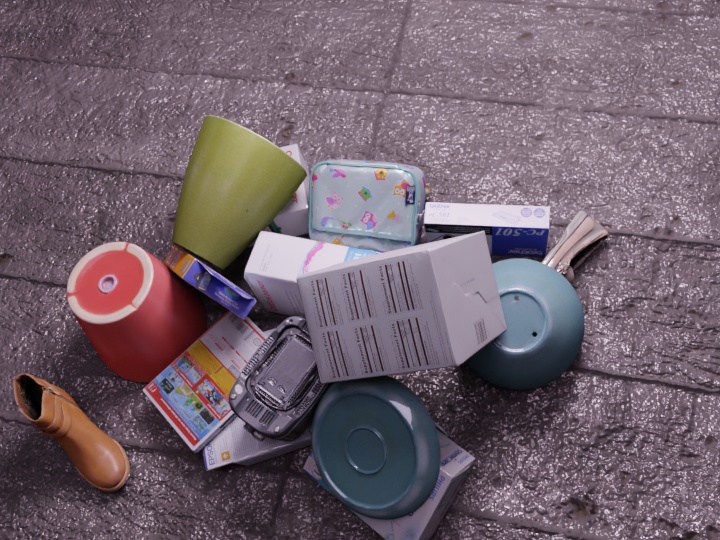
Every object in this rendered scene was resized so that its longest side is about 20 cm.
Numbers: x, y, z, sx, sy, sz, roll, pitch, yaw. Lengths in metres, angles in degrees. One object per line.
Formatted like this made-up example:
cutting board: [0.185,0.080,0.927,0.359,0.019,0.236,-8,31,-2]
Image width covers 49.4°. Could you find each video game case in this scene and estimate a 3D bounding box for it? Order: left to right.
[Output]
video game case: [-0.227,0.167,1.234,0.200,0.017,0.143,-43,63,-13]

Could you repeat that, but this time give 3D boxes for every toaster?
toaster: [-0.098,0.157,1.141,0.113,0.129,0.201,32,75,13]

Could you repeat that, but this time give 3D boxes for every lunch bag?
lunch bag: [0.012,-0.102,1.312,0.198,0.077,0.162,7,101,15]

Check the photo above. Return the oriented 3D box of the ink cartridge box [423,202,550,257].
ink cartridge box: [0.207,-0.067,1.287,0.198,0.094,0.045,3,62,10]

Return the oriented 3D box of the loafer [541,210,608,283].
loafer: [0.329,-0.010,1.254,0.063,0.072,0.200,33,69,16]

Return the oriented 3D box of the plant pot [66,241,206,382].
plant pot: [-0.371,0.058,1.268,0.198,0.178,0.202,-4,62,8]

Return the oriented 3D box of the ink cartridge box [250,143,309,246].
ink cartridge box: [-0.187,-0.127,1.387,0.198,0.085,0.147,-14,62,2]

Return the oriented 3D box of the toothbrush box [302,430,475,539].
toothbrush box: [0.038,0.273,1.101,0.199,0.085,0.147,34,113,22]

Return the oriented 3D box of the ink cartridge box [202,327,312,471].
ink cartridge box: [-0.160,0.198,1.237,0.198,0.043,0.198,-18,61,3]

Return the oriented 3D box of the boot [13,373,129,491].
boot: [-0.442,0.243,1.192,0.076,0.156,0.200,-36,63,-11]

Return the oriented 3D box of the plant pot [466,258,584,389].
plant pot: [0.229,0.076,1.147,0.198,0.135,0.202,-1,84,13]

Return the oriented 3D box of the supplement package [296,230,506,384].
supplement package: [0.059,0.047,1.039,0.199,0.191,0.149,-12,93,31]

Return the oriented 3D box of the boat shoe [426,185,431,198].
boat shoe: [0.025,-0.141,1.378,0.198,0.072,0.066,11,100,9]

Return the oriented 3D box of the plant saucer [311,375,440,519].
plant saucer: [0.012,0.238,1.047,0.198,0.027,0.202,3,96,29]

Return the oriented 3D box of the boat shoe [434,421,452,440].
boat shoe: [0.052,0.219,1.179,0.199,0.072,0.068,31,35,26]

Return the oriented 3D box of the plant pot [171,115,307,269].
plant pot: [-0.212,-0.110,1.252,0.186,0.187,0.201,25,83,20]

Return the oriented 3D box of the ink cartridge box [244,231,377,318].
ink cartridge box: [-0.069,0.020,1.256,0.198,0.145,0.085,10,64,14]

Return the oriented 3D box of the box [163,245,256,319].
box: [-0.240,0.018,1.241,0.042,0.119,0.200,-55,23,-4]
